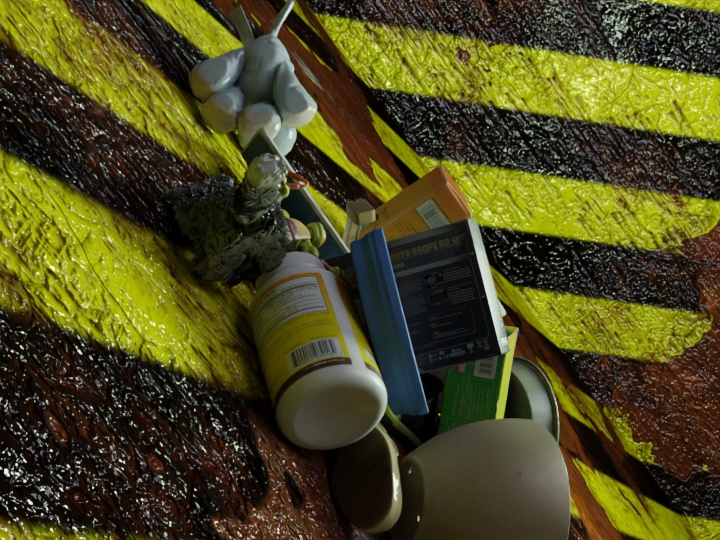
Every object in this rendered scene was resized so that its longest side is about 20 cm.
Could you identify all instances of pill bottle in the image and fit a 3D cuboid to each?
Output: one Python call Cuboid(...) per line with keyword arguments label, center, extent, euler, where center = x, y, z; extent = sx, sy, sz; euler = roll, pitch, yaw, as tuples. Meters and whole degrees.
Cuboid(label="pill bottle", center=(-0.049, 0.073, 1.182), extent=(0.109, 0.109, 0.200), euler=(45, 16, -41))

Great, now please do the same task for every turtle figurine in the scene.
Cuboid(label="turtle figurine", center=(-0.096, -0.047, 1.327), extent=(0.161, 0.064, 0.200), euler=(4, 45, -46))

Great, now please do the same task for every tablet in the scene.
Cuboid(label="tablet", center=(-0.078, -0.081, 1.471), extent=(0.200, 0.014, 0.130), euler=(55, -17, -3))

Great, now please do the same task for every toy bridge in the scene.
Cuboid(label="toy bridge", center=(0.000, 0.000, 1.469), extent=(0.067, 0.027, 0.200), euler=(-131, -151, -52))

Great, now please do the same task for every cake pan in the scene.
Cuboid(label="cake pan", center=(0.194, 0.216, 1.621), extent=(0.037, 0.200, 0.200), euler=(8, 40, -30))

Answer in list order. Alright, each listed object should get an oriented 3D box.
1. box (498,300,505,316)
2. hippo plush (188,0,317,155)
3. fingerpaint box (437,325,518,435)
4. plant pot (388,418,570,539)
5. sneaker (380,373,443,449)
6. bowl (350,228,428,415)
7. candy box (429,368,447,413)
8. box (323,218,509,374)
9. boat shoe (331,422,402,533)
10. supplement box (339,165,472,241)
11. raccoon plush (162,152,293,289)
Cuboid(label="box", center=(0.102, 0.020, 1.821), extent=(0.200, 0.152, 0.106), euler=(60, 12, 14))
Cuboid(label="hippo plush", center=(-0.153, -0.232, 1.611), extent=(0.161, 0.159, 0.200), euler=(110, -32, -67))
Cuboid(label="fingerpaint box", center=(0.146, 0.170, 1.515), extent=(0.167, 0.073, 0.200), euler=(-8, 107, -78))
Cuboid(label="plant pot", center=(0.105, 0.246, 1.220), extent=(0.134, 0.200, 0.200), euler=(10, 34, -22))
Cuboid(label="sneaker", center=(0.076, 0.170, 1.480), extent=(0.072, 0.083, 0.200), euler=(62, 13, 25))
Cuboid(label="bowl", center=(0.029, 0.056, 1.241), extent=(0.201, 0.039, 0.201), euler=(-14, 90, -88))
Cuboid(label="candy box", center=(0.087, 0.074, 1.599), extent=(0.136, 0.061, 0.200), euler=(-100, -173, -63))
Cuboid(label="box", center=(0.055, 0.042, 1.365), extent=(0.048, 0.200, 0.159), euler=(4, 70, -72))
Cuboid(label="boat shoe", center=(0.012, 0.195, 1.190), extent=(0.065, 0.071, 0.200), euler=(48, 13, -30))
Cuboid(label="supplement box", center=(0.045, -0.049, 1.557), extent=(0.069, 0.200, 0.067), euler=(53, 12, -23))
Cuboid(label="raccoon plush", center=(-0.122, -0.080, 1.173), extent=(0.097, 0.200, 0.134), euler=(-4, 52, -37))
